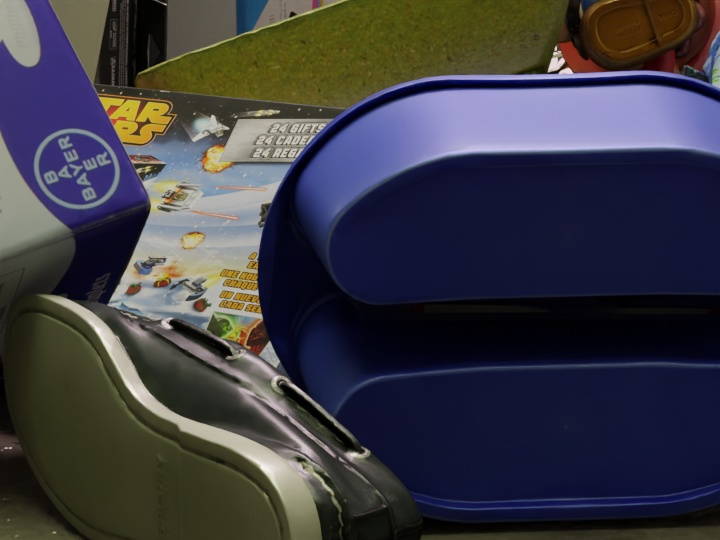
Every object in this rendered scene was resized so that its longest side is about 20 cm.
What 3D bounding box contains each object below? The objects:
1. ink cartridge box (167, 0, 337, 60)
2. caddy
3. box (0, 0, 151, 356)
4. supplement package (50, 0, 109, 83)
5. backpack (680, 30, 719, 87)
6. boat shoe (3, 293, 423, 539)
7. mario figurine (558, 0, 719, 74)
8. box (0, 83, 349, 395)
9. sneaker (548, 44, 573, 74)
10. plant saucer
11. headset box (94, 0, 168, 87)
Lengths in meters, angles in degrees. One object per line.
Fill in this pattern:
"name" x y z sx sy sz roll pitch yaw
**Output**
"ink cartridge box" -0.092 -0.156 1.532 0.144 0.148 0.200 5 16 20
"caddy" 0.065 0.007 0.901 0.199 0.142 0.105 -1 19 -3
"box" -0.205 -0.047 0.918 0.200 0.184 0.105 -22 -14 -24
"supplement package" -0.242 -0.096 1.237 0.152 0.151 0.200 8 6 -41
"backpack" 0.211 -0.048 1.149 0.163 0.154 0.200 -5 1 10
"boat shoe" -0.050 0.054 0.854 0.066 0.075 0.199 -7 16 -33
"mario figurine" 0.112 -0.120 1.213 0.106 0.124 0.200 36 1 8
"box" -0.084 -0.009 1.028 0.200 0.040 0.137 8 53 31
"sneaker" 0.086 -0.069 1.337 0.067 0.090 0.200 -9 46 -11
"plant saucer" 0.004 -0.065 1.174 0.199 0.048 0.200 -20 -14 -8
"headset box" -0.187 -0.119 1.381 0.200 0.149 0.077 7 10 24
